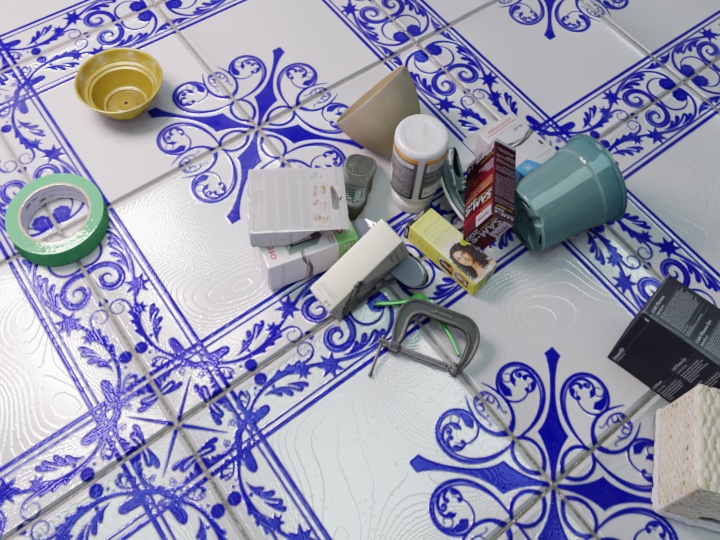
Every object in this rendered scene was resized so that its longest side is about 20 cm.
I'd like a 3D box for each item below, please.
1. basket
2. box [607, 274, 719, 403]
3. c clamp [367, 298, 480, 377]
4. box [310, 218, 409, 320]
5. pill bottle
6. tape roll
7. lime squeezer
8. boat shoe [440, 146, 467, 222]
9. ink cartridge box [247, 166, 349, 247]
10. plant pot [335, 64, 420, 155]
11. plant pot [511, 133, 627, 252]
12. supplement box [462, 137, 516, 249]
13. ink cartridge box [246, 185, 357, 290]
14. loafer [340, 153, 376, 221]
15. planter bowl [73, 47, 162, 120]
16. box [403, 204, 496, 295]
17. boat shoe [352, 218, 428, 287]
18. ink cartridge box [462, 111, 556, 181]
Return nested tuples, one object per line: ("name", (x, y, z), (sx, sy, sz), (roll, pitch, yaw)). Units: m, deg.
("basket", (0.633, 0.334, 1.247), (0.193, 0.162, 0.204), (14, 61, 4))
("box", (0.589, 0.141, 1.334), (0.181, 0.201, 0.104), (37, 64, 17))
("c clamp", (0.128, 0.146, 1.393), (0.195, 0.027, 0.175), (14, 74, 6))
("box", (0.000, 0.000, 1.409), (0.200, 0.082, 0.069), (-44, 69, 1))
("pill bottle", (0.119, -0.219, 1.515), (0.113, 0.202, 0.119), (2, 59, -3))
("tape roll", (-0.627, -0.107, 1.489), (0.195, 0.049, 0.205), (1, 60, -3))
("lime squeezer", (0.128, 0.087, 1.429), (0.197, 0.038, 0.071), (31, 59, 12))
("boat shoe", (0.213, -0.188, 1.570), (0.061, 0.073, 0.203), (-28, 55, 16))
("ink cartridge box", (-0.126, -0.131, 1.441), (0.194, 0.051, 0.164), (-2, 58, -8))
("plant pot", (0.060, -0.342, 1.611), (0.135, 0.199, 0.201), (50, 63, -16))
("plant pot", (0.418, -0.149, 1.511), (0.193, 0.201, 0.202), (-29, 64, -10))
("supplement box", (0.268, -0.160, 1.490), (0.060, 0.109, 0.204), (21, 55, -18))
("ink cartridge box", (-0.120, -0.069, 1.478), (0.196, 0.085, 0.148), (-19, 61, -14))
("loafer", (-0.012, -0.182, 1.564), (0.073, 0.071, 0.202), (16, 43, 1))
("planter bowl", (-0.547, -0.410, 1.653), (0.195, 0.084, 0.205), (2, 60, -3))
("box", (0.186, -0.044, 1.505), (0.199, 0.051, 0.075), (41, 65, 20))
("boat shoe", (0.065, -0.034, 1.484), (0.198, 0.066, 0.071), (37, 98, 23))
("ink cartridge box", (0.341, -0.280, 1.644), (0.115, 0.068, 0.200), (-34, 66, -22))
